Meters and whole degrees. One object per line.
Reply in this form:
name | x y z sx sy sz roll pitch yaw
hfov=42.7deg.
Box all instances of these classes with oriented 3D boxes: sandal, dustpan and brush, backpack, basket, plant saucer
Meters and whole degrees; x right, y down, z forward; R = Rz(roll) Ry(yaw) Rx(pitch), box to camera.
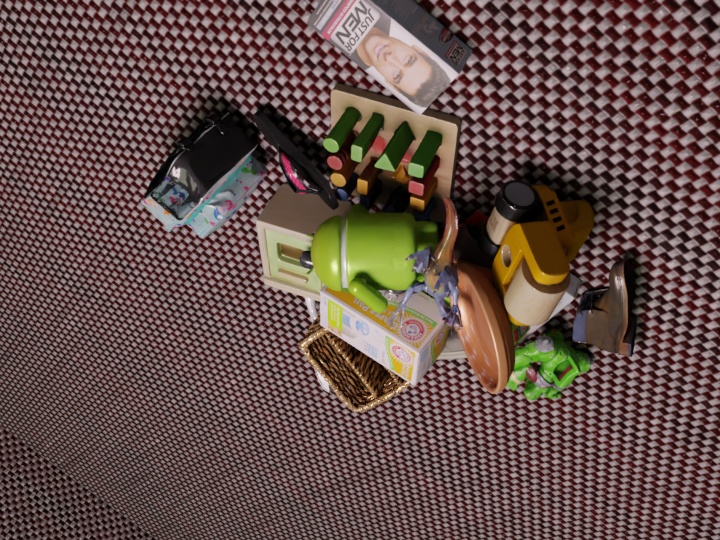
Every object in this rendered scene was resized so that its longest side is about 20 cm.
sandal | -0.110 -0.164 1.452 0.200 0.045 0.075 47 166 4
dustpan and brush | -0.070 0.116 1.740 0.057 0.140 0.201 -1 107 20
backpack | -0.262 -0.145 1.512 0.151 0.178 0.200 49 142 -14
basket | 0.015 0.143 1.665 0.142 0.149 0.200 -11 125 40
plant saucer | 0.180 0.081 1.360 0.037 0.201 0.201 -16 135 -8

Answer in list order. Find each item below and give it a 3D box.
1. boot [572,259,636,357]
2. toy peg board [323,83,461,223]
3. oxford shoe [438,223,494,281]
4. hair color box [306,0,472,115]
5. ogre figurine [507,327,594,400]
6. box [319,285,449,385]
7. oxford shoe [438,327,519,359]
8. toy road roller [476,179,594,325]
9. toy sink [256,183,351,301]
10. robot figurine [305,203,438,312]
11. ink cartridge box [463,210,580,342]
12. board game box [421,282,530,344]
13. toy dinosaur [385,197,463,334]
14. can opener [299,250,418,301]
boot | 0.367 0.058 1.404 0.097 0.075 0.200 6 137 23
toy peg board | 0.033 -0.149 1.379 0.199 0.098 0.200 19 140 15
oxford shoe | 0.151 -0.045 1.438 0.199 0.071 0.073 19 112 30
hair color box | 0.039 -0.312 1.228 0.200 0.061 0.099 37 141 -9
ogre figurine | 0.305 0.161 1.526 0.200 0.098 0.120 37 124 -25
box | 0.041 0.079 1.524 0.200 0.101 0.113 32 150 18
oxford shoe | 0.180 0.121 1.605 0.199 0.075 0.058 -6 91 33
toy road roller | 0.263 -0.030 1.295 0.145 0.201 0.123 -3 145 -15
toy sink | -0.092 -0.027 1.578 0.130 0.112 0.200 17 140 17
robot figurine | 0.017 -0.028 1.374 0.199 0.176 0.116 -2 140 1
ink cartridge box | 0.224 0.014 1.472 0.199 0.057 0.163 31 142 -7
board game box | 0.173 0.041 1.485 0.199 0.048 0.102 16 131 39
toy dinosaur | 0.127 0.020 1.324 0.105 0.201 0.181 31 -178 18
can opener | 0.000 0.000 1.469 0.199 0.079 0.063 9 162 2
